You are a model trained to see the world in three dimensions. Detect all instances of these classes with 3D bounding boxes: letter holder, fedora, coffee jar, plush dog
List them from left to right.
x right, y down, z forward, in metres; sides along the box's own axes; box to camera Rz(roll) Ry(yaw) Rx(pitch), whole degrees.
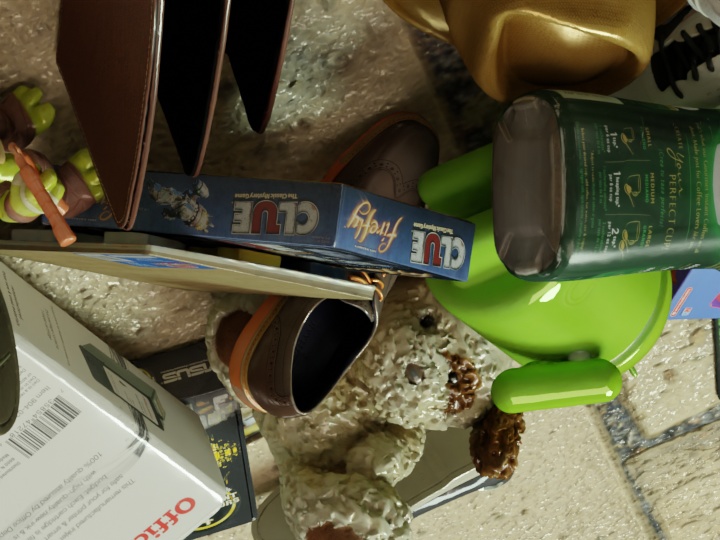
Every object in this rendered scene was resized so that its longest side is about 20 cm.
[{"bbox_3d":[-0.083,-0.133,1.205,0.100,0.142,0.200,-8,142,-18],"label":"letter holder"},{"bbox_3d":[0.016,0.068,1.522,0.171,0.201,0.160,-24,-175,8],"label":"plush dog"},{"bbox_3d":[0.102,-0.144,1.305,0.200,0.082,0.201,-5,153,-2],"label":"fedora"},{"bbox_3d":[0.174,-0.045,1.333,0.199,0.105,0.085,1,179,-27],"label":"coffee jar"}]

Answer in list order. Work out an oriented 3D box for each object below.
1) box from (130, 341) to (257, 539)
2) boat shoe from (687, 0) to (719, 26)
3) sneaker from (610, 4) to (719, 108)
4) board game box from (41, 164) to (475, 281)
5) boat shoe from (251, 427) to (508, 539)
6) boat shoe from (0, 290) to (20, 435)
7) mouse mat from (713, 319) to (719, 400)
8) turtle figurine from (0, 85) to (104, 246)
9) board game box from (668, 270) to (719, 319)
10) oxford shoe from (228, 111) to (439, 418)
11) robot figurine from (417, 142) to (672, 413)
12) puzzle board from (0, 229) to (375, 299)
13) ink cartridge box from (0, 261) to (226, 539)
[{"bbox_3d":[-0.173,0.132,1.579,0.199,0.049,0.162,-15,140,-9],"label":"box"},{"bbox_3d":[0.241,-0.208,1.247,0.072,0.069,0.200,20,112,-48],"label":"boat shoe"},{"bbox_3d":[0.206,-0.132,1.374,0.200,0.074,0.080,-26,169,20],"label":"sneaker"},{"bbox_3d":[-0.057,-0.026,1.324,0.199,0.035,0.135,5,175,34],"label":"board game box"},{"bbox_3d":[0.021,0.162,1.701,0.199,0.073,0.063,-24,142,-6],"label":"boat shoe"},{"bbox_3d":[-0.249,0.003,1.305,0.068,0.072,0.201,-15,106,21],"label":"boat shoe"},{"bbox_3d":[0.350,0.024,1.750,0.199,0.008,0.161,-19,144,-3],"label":"mouse mat"},{"bbox_3d":[-0.196,-0.057,1.233,0.065,0.200,0.161,-61,158,11],"label":"turtle figurine"},{"bbox_3d":[0.274,-0.051,1.498,0.134,0.045,0.200,-1,139,-27],"label":"board game box"},{"bbox_3d":[0.000,0.000,1.412,0.071,0.073,0.201,30,84,-29],"label":"oxford shoe"},{"bbox_3d":[0.113,-0.003,1.437,0.115,0.176,0.200,-25,146,22],"label":"robot figurine"},{"bbox_3d":[-0.108,-0.005,1.362,0.150,0.017,0.200,12,174,-36],"label":"puzzle board"},{"bbox_3d":[-0.201,0.108,1.445,0.145,0.084,0.200,-39,129,12],"label":"ink cartridge box"}]
